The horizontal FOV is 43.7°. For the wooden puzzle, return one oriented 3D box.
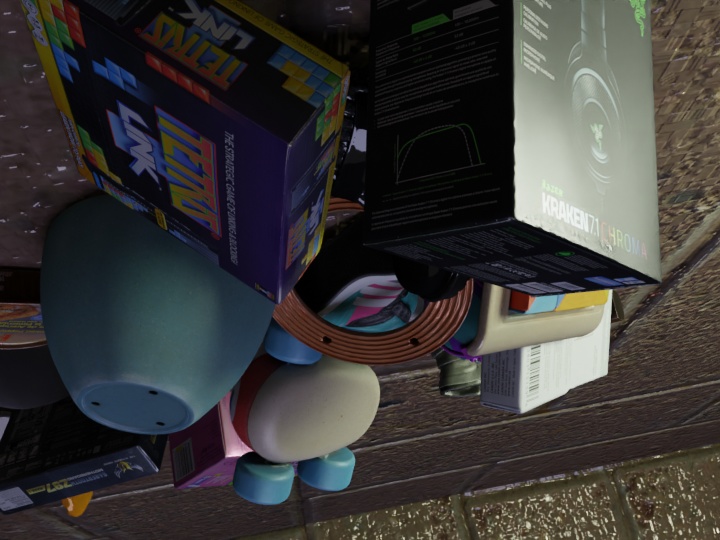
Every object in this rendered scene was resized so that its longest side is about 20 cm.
[{"bbox_3d":[0.159,-0.034,0.689,0.037,0.202,0.184,19,-166,39],"label":"wooden puzzle"}]

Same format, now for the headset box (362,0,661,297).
[{"bbox_3d":[0.091,-0.100,0.502,0.092,0.202,0.173,-8,164,39],"label":"headset box"}]

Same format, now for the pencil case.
[{"bbox_3d":[0.136,0.026,0.877,0.084,0.093,0.199,-3,-171,32],"label":"pencil case"}]

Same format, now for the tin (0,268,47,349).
[{"bbox_3d":[-0.352,0.035,0.798,0.199,0.042,0.112,4,149,-34],"label":"tin"}]

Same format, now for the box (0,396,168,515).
[{"bbox_3d":[-0.306,0.174,1.000,0.198,0.158,0.051,-17,126,12],"label":"box"}]

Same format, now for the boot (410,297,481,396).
[{"bbox_3d":[0.082,0.078,0.999,0.198,0.132,0.068,-7,158,-13],"label":"boot"}]

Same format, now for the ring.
[{"bbox_3d":[0.000,0.000,0.777,0.198,0.019,0.202,8,127,10],"label":"ring"}]

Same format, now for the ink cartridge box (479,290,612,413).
[{"bbox_3d":[0.170,0.009,0.795,0.043,0.202,0.173,7,-171,37],"label":"ink cartridge box"}]

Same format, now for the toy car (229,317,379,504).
[{"bbox_3d":[-0.098,0.118,0.974,0.176,0.186,0.199,1,-163,-46],"label":"toy car"}]

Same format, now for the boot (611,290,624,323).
[{"bbox_3d":[0.216,0.063,1.139,0.199,0.065,0.186,-18,155,27],"label":"boot"}]

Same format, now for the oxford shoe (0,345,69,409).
[{"bbox_3d":[-0.393,0.105,0.934,0.199,0.072,0.071,2,-178,-32],"label":"oxford shoe"}]

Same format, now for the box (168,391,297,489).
[{"bbox_3d":[-0.160,0.254,1.344,0.199,0.097,0.176,5,153,-36],"label":"box"}]

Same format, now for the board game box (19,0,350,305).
[{"bbox_3d":[-0.096,-0.078,0.507,0.057,0.165,0.200,-53,171,-23],"label":"board game box"}]

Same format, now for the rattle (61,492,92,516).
[{"bbox_3d":[-0.291,0.216,1.115,0.198,0.144,0.130,-13,168,0],"label":"rattle"}]

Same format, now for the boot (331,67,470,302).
[{"bbox_3d":[0.004,-0.055,0.632,0.156,0.080,0.212,-11,132,-18],"label":"boot"}]

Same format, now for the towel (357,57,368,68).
[{"bbox_3d":[0.061,-0.115,0.682,0.199,0.018,0.086,10,144,-41],"label":"towel"}]

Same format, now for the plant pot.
[{"bbox_3d":[-0.171,0.052,0.730,0.198,0.136,0.201,3,146,2],"label":"plant pot"}]

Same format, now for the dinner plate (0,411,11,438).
[{"bbox_3d":[-0.499,0.214,1.172,0.198,0.024,0.200,-11,159,-4],"label":"dinner plate"}]

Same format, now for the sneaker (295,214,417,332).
[{"bbox_3d":[0.032,0.002,0.857,0.199,0.084,0.120,-27,156,28],"label":"sneaker"}]
